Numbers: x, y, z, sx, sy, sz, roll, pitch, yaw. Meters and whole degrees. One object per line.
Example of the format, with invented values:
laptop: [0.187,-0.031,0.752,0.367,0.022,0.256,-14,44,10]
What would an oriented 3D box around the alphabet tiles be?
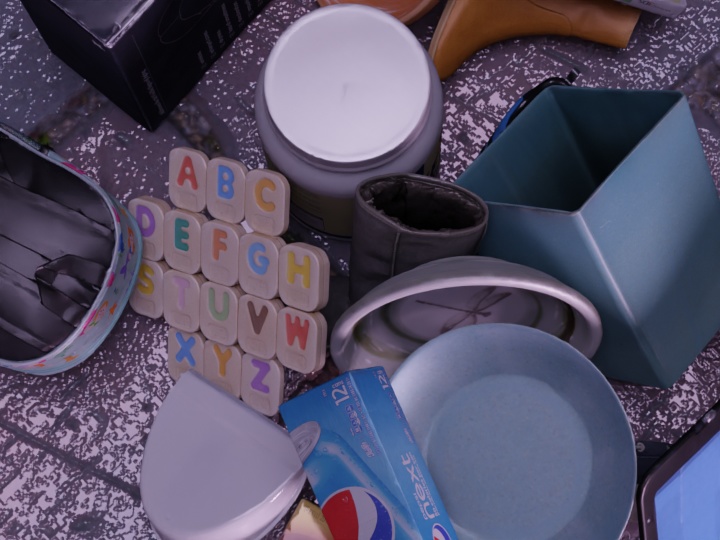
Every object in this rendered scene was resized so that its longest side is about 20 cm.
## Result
alphabet tiles: [-0.106,0.010,1.335,0.200,0.015,0.196,17,113,35]

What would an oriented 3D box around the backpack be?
backpack: [-0.275,-0.013,1.349,0.200,0.151,0.178,25,84,14]

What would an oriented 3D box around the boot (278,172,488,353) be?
boot: [-0.001,-0.002,1.313,0.181,0.200,0.073,1,66,-1]

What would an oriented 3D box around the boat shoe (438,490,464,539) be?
boat shoe: [0.061,0.169,1.316,0.059,0.072,0.200,28,55,4]

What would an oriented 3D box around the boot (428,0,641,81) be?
boot: [0.153,-0.213,1.427,0.144,0.071,0.201,28,75,8]

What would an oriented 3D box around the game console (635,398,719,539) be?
game console: [0.298,0.182,1.252,0.176,0.200,0.116,1,43,15]

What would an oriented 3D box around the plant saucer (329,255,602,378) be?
plant saucer: [0.076,0.036,1.273,0.200,0.200,0.050,-4,60,0]

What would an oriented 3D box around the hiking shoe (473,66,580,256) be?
hiking shoe: [0.111,-0.073,1.387,0.074,0.087,0.200,27,79,8]

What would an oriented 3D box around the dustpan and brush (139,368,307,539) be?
dustpan and brush: [-0.137,0.196,1.349,0.139,0.057,0.200,30,78,26]

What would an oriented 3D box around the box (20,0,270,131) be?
box: [-0.161,-0.245,1.375,0.124,0.200,0.197,37,80,11]

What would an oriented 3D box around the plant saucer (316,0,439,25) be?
plant saucer: [0.027,-0.293,1.414,0.037,0.200,0.201,3,72,-44]

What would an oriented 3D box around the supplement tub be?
supplement tub: [-0.008,-0.113,1.340,0.145,0.200,0.145,0,77,1]

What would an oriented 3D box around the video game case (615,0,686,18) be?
video game case: [0.174,-0.310,1.402,0.182,0.022,0.200,12,57,-29]

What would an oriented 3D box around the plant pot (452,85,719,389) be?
plant pot: [0.189,-0.016,1.307,0.141,0.141,0.200,-45,122,-26]

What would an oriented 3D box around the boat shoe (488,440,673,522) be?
boat shoe: [0.182,0.148,1.317,0.200,0.075,0.062,10,58,-22]

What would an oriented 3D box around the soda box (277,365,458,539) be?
soda box: [0.018,0.171,1.210,0.064,0.068,0.200,-28,80,19]

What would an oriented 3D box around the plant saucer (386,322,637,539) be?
plant saucer: [0.102,0.137,1.236,0.201,0.039,0.201,0,89,20]

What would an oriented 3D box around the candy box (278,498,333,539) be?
candy box: [0.015,0.275,1.326,0.200,0.056,0.117,28,77,9]
